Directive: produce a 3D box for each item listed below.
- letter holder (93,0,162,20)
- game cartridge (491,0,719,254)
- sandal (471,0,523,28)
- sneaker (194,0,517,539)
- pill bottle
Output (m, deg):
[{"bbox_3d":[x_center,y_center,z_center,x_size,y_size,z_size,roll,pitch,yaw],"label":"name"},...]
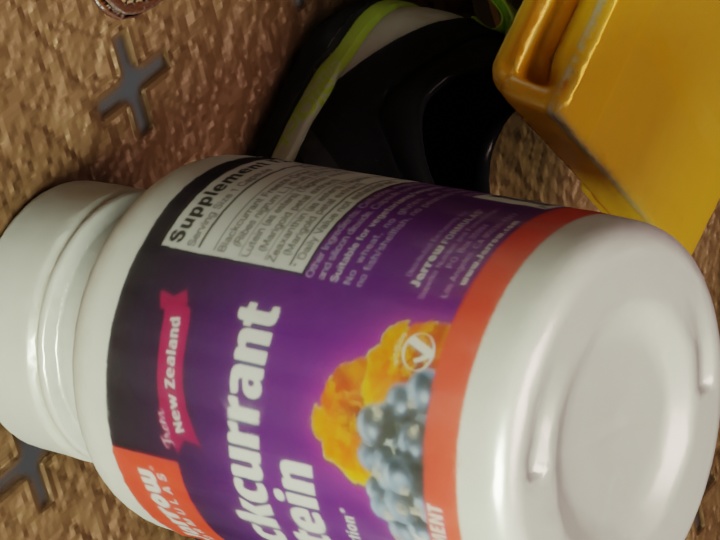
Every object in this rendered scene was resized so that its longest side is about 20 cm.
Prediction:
[{"bbox_3d":[-0.062,-0.173,0.763,0.200,0.100,0.142,-50,132,-35],"label":"letter holder"},{"bbox_3d":[0.115,-0.106,0.969,0.177,0.032,0.200,-64,159,-6],"label":"game cartridge"},{"bbox_3d":[0.084,-0.152,1.015,0.080,0.054,0.201,16,85,-54],"label":"sandal"},{"bbox_3d":[0.000,0.000,0.913,0.072,0.083,0.201,33,72,-52],"label":"sneaker"},{"bbox_3d":[-0.010,0.027,0.806,0.111,0.200,0.112,-17,112,-50],"label":"pill bottle"}]
